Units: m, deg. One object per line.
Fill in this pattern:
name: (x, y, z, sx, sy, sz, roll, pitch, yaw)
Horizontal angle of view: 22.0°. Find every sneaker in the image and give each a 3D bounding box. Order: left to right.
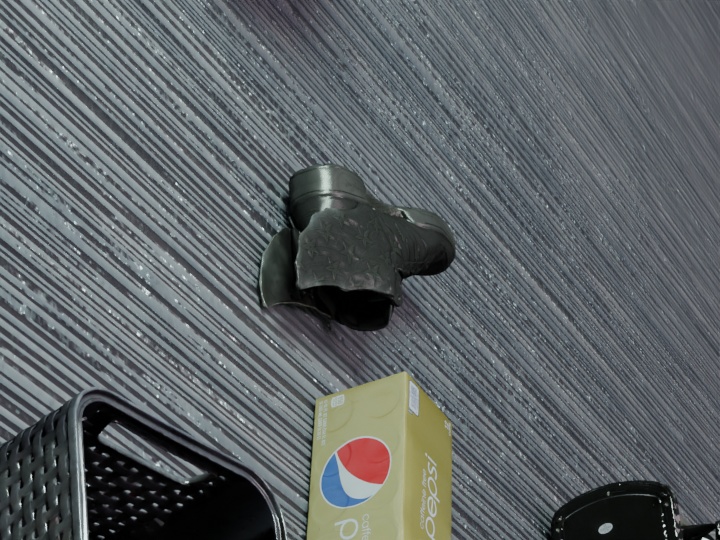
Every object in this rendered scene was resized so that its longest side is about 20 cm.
sneaker: (0.003, -0.001, 1.214, 0.200, 0.060, 0.105, 28, 47, -50)

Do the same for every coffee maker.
coffee maker: (0.237, 0.280, 1.460, 0.200, 0.134, 0.193, 34, 68, -53)

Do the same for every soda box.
soda box: (0.011, 0.164, 1.097, 0.064, 0.068, 0.201, 50, 32, -40)

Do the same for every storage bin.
storage bin: (-0.100, 0.168, 0.775, 0.135, 0.094, 0.201, 35, 34, -41)
